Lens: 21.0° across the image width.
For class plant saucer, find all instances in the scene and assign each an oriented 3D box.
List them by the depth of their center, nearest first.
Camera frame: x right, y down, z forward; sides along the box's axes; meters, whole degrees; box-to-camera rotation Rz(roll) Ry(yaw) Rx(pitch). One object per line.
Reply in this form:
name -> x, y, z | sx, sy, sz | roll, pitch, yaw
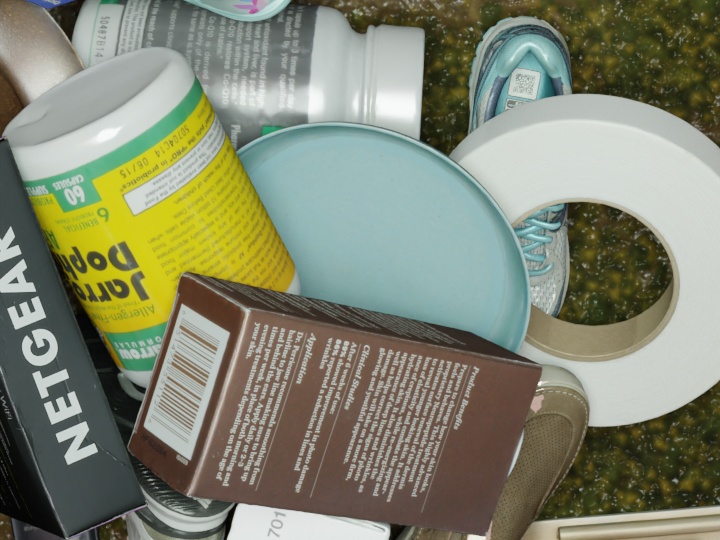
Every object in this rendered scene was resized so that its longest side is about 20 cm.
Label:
plant saucer -> 0.000, 0.000, 1.098 | 0.200, 0.027, 0.201 | 8, 124, 12
plant saucer -> -0.227, -0.081, 1.117 | 0.200, 0.032, 0.201 | 19, 125, 30

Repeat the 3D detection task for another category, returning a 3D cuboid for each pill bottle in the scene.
pill bottle -> -0.100, -0.008, 1.039 | 0.113, 0.113, 0.200 | -26, 114, 2
pill bottle -> -0.064, -0.100, 1.133 | 0.199, 0.113, 0.113 | 3, 94, 1

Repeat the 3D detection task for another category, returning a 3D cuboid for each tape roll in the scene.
tape roll -> 0.128, -0.002, 1.104 | 0.202, 0.037, 0.203 | 5, 121, 9

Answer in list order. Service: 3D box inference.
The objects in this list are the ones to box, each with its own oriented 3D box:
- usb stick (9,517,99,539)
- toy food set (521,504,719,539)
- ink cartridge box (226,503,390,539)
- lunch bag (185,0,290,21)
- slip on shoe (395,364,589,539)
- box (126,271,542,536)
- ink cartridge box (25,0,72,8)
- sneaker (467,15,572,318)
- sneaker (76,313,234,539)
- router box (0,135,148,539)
usb stick -> -0.180, 0.210, 1.197 | 0.055, 0.033, 0.201 | -8, 94, 8
toy food set -> 0.186, 0.221, 1.178 | 0.199, 0.060, 0.144 | -4, 94, 2
ink cartridge box -> -0.040, 0.180, 1.107 | 0.086, 0.200, 0.147 | 17, 96, -2
lunch bag -> -0.109, -0.232, 1.087 | 0.200, 0.077, 0.161 | 24, 97, 25
slip on shoe -> 0.071, 0.145, 1.125 | 0.076, 0.061, 0.200 | 25, 113, -31
box -> -0.010, 0.071, 1.007 | 0.200, 0.075, 0.100 | 14, 98, -36
ink cartridge box -> -0.128, -0.215, 1.029 | 0.200, 0.042, 0.120 | -15, 79, 20
sneaker -> 0.089, -0.049, 1.145 | 0.077, 0.086, 0.201 | -1, 98, 0
sneaker -> -0.134, 0.117, 1.139 | 0.075, 0.201, 0.116 | -5, 126, -24
router box -> -0.188, 0.036, 1.022 | 0.051, 0.149, 0.200 | -23, 98, -22
